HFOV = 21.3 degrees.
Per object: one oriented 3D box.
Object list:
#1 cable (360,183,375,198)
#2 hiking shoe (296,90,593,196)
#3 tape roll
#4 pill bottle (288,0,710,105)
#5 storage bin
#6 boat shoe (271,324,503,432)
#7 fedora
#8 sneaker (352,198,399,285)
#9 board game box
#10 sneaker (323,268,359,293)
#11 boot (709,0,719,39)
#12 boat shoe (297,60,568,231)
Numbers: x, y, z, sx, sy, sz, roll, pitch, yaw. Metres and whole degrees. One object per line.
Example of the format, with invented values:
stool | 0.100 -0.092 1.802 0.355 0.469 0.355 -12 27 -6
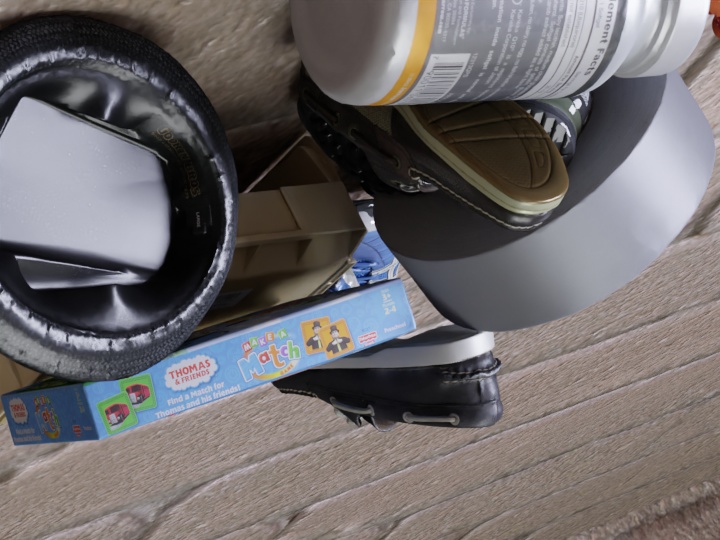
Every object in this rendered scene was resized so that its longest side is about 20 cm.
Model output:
cable | 0.096 -0.096 1.312 0.200 0.051 0.163 -26 163 -5
hiking shoe | 0.056 -0.101 1.128 0.200 0.076 0.101 6 -132 38
tape roll | 0.108 -0.058 1.141 0.200 0.200 0.066 -31 121 13
pill bottle | 0.073 -0.145 0.986 0.200 0.116 0.116 -5 154 -29
storage bin | -0.131 0.003 1.197 0.200 0.094 0.199 -7 153 -46
boat shoe | 0.013 0.071 1.196 0.074 0.060 0.200 -18 -173 -43
fedora | -0.161 -0.037 0.992 0.200 0.201 0.092 -10 -171 -43
sneaker | 0.000 0.000 1.362 0.076 0.077 0.200 -4 164 0
board game box | -0.090 0.054 1.102 0.200 0.037 0.151 -17 -178 -28
sneaker | -0.059 0.050 1.343 0.200 0.085 0.077 -9 -140 52
boot | 0.241 -0.165 1.155 0.200 0.075 0.107 -12 161 -47
boat shoe | 0.035 -0.074 1.032 0.073 0.200 0.065 -8 129 -36
